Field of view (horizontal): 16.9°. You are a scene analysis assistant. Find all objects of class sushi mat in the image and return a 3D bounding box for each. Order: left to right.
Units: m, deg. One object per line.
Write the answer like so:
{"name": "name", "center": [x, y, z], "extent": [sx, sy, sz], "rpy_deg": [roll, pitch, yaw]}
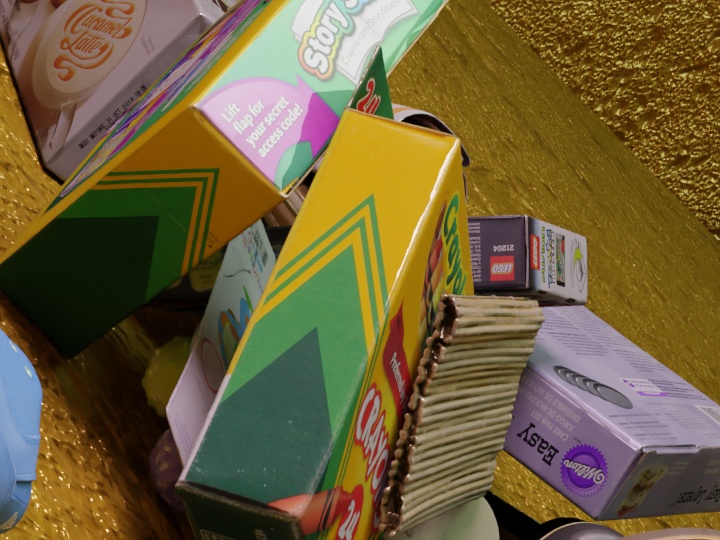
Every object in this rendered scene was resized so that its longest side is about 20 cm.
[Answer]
{"name": "sushi mat", "center": [0.045, 0.057, 1.013], "extent": [0.012, 0.096, 0.200], "rpy_deg": [17, 3, 13]}

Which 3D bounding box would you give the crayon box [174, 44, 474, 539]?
{"name": "crayon box", "center": [-0.002, 0.030, 0.932], "extent": [0.051, 0.200, 0.127], "rpy_deg": [15, -27, 15]}

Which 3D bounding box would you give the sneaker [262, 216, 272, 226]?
{"name": "sneaker", "center": [0.018, -0.003, 1.448], "extent": [0.202, 0.077, 0.146], "rpy_deg": [41, -1, 10]}

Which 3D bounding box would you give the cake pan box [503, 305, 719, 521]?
{"name": "cake pan box", "center": [0.107, 0.059, 1.280], "extent": [0.184, 0.052, 0.200], "rpy_deg": [39, 15, 24]}

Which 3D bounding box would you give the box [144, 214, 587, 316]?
{"name": "box", "center": [0.000, 0.000, 1.165], "extent": [0.110, 0.199, 0.035], "rpy_deg": [15, 74, -71]}

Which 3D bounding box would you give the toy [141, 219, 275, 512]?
{"name": "toy", "center": [-0.062, 0.060, 1.033], "extent": [0.200, 0.047, 0.115], "rpy_deg": [-70, 146, -60]}

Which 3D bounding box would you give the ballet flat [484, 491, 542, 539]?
{"name": "ballet flat", "center": [0.081, 0.140, 1.338], "extent": [0.200, 0.046, 0.067], "rpy_deg": [41, 14, -34]}

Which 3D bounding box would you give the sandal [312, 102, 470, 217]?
{"name": "sandal", "center": [0.036, -0.052, 1.312], "extent": [0.207, 0.059, 0.079], "rpy_deg": [36, 14, 37]}

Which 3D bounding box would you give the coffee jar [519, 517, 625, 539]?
{"name": "coffee jar", "center": [0.111, 0.172, 1.158], "extent": [0.104, 0.085, 0.200], "rpy_deg": [45, -3, 6]}

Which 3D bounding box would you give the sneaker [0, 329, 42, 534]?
{"name": "sneaker", "center": [-0.166, 0.012, 0.826], "extent": [0.200, 0.076, 0.105], "rpy_deg": [65, 7, 31]}

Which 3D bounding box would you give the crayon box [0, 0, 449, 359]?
{"name": "crayon box", "center": [-0.048, -0.071, 1.028], "extent": [0.058, 0.172, 0.200], "rpy_deg": [46, 48, -11]}

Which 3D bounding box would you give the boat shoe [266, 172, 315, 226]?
{"name": "boat shoe", "center": [-0.013, 0.013, 1.351], "extent": [0.200, 0.066, 0.074], "rpy_deg": [54, 21, 5]}

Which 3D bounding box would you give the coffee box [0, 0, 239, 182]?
{"name": "coffee box", "center": [-0.121, -0.125, 1.276], "extent": [0.080, 0.114, 0.200], "rpy_deg": [39, 16, -37]}

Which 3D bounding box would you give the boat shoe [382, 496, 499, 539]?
{"name": "boat shoe", "center": [0.004, 0.085, 1.086], "extent": [0.063, 0.074, 0.202], "rpy_deg": [15, -31, 31]}

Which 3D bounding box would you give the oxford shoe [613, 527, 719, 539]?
{"name": "oxford shoe", "center": [0.090, 0.167, 0.999], "extent": [0.071, 0.200, 0.071], "rpy_deg": [43, -36, 45]}
